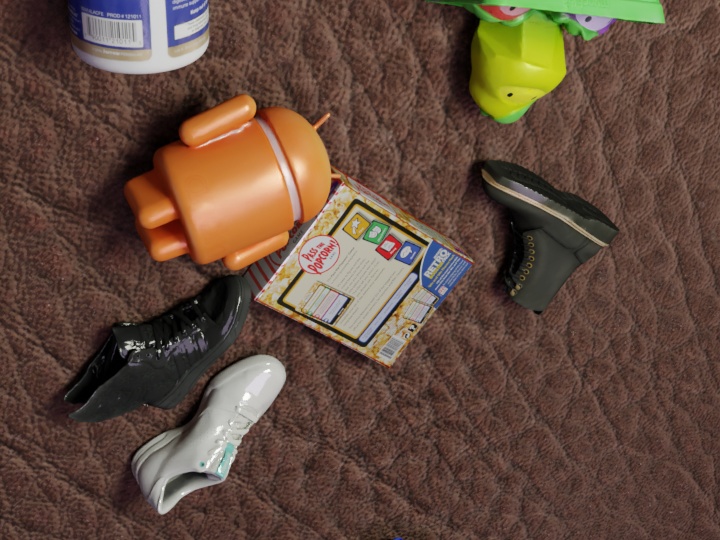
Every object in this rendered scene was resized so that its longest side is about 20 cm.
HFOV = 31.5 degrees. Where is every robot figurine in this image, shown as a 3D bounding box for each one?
[{"bbox_3d":[-0.113,-0.078,1.176,0.199,0.117,0.144,-23,93,-12],"label":"robot figurine"}]

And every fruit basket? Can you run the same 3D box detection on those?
[{"bbox_3d":[0.166,-0.234,1.208,0.215,0.155,0.217,-7,105,-25],"label":"fruit basket"}]

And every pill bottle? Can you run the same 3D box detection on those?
[{"bbox_3d":[-0.180,-0.269,1.017,0.115,0.116,0.201,-11,124,-21],"label":"pill bottle"}]

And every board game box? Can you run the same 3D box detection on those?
[{"bbox_3d":[0.000,0.000,1.326,0.200,0.046,0.152,30,104,-37],"label":"board game box"}]

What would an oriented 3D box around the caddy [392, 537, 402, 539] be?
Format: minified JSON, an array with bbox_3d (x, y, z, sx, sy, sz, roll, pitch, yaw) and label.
[{"bbox_3d":[0.053,0.427,1.558,0.104,0.141,0.201,6,104,15],"label":"caddy"}]

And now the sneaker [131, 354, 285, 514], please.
[{"bbox_3d":[-0.147,0.177,1.339,0.200,0.089,0.075,-43,128,4],"label":"sneaker"}]

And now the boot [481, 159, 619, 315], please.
[{"bbox_3d":[0.177,-0.027,1.385,0.199,0.078,0.139,24,112,-35],"label":"boot"}]

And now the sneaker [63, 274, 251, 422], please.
[{"bbox_3d":[-0.200,0.075,1.264,0.104,0.060,0.200,24,111,-41],"label":"sneaker"}]
